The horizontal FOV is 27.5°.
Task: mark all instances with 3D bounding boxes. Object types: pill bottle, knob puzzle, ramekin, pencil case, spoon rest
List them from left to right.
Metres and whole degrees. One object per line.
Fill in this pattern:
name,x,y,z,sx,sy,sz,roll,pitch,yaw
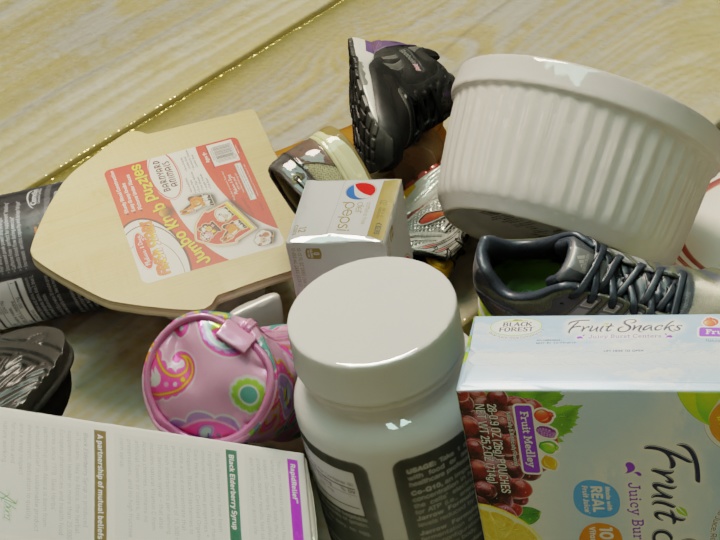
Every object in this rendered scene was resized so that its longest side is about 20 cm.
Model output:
pill bottle,-0.281,-0.008,1.171,0.198,0.107,0.107,-12,37,1
knob puzzle,-0.146,-0.031,1.099,0.218,0.031,0.221,-1,48,1
spoon rest,-0.107,0.021,1.136,0.099,0.061,0.200,-23,24,-15
pencil case,-0.071,0.068,0.930,0.087,0.088,0.200,-5,-5,11
pill bottle,0.024,0.099,0.860,0.113,0.201,0.114,-8,37,6
ramekin,0.148,-0.066,1.042,0.199,0.200,0.106,14,82,32

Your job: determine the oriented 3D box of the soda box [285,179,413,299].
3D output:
soda box,0.004,0.041,0.940,0.063,0.201,0.068,-1,38,13

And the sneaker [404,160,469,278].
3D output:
sneaker,0.055,-0.024,1.133,0.199,0.078,0.082,-27,65,-24

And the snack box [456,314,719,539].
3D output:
snack box,0.150,0.118,0.796,0.167,0.201,0.068,0,39,16

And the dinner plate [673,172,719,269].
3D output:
dinner plate,0.313,-0.036,1.095,0.198,0.024,0.201,-8,37,6

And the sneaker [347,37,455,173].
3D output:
sneaker,0.036,-0.137,1.144,0.087,0.076,0.200,-1,28,-2

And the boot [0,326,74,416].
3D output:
boot,-0.223,0.154,0.896,0.079,0.158,0.212,7,47,30

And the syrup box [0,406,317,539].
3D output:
syrup box,-0.128,0.139,0.808,0.199,0.079,0.082,14,52,-28

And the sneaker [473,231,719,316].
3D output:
sneaker,0.159,0.017,0.934,0.199,0.081,0.074,3,62,25

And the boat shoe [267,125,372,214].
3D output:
boat shoe,0.000,-0.001,1.033,0.066,0.202,0.072,-27,-2,-12

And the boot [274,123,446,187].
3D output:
boot,-0.024,-0.085,1.224,0.200,0.071,0.144,-13,17,6

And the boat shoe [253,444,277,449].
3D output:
boat shoe,-0.097,0.170,0.912,0.071,0.066,0.200,1,37,28
